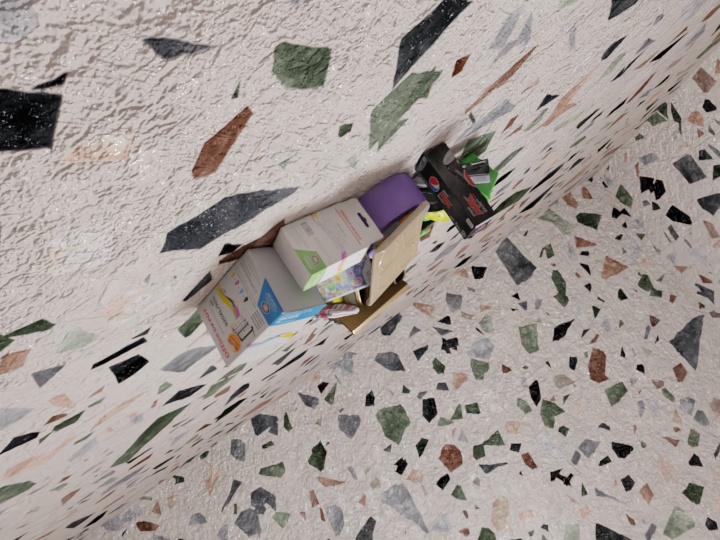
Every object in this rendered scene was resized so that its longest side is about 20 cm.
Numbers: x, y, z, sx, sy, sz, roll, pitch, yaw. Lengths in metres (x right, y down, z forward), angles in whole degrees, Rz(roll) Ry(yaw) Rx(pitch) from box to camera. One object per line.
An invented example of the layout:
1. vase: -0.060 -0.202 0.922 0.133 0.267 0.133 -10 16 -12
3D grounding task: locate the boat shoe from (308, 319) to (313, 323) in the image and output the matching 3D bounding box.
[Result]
1. boat shoe: -0.214 0.153 1.606 0.197 0.073 0.076 -29 166 -31

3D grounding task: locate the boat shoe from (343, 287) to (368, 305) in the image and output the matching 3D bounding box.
1. boat shoe: 0.000 0.000 1.464 0.074 0.065 0.205 -41 143 -46

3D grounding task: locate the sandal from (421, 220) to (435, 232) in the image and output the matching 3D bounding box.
1. sandal: 0.147 -0.127 1.546 0.057 0.080 0.199 -46 165 28

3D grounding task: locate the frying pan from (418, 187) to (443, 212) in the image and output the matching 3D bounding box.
1. frying pan: 0.170 -0.184 1.378 0.111 0.032 0.190 13 162 -11

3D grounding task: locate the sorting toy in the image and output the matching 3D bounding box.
1. sorting toy: 0.074 -0.039 1.239 0.185 0.036 0.203 -45 159 -32

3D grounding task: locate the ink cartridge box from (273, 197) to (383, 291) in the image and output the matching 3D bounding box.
1. ink cartridge box: -0.061 -0.057 1.145 0.197 0.118 0.068 -27 163 -34

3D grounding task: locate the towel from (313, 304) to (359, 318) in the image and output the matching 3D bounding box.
1. towel: -0.118 0.095 1.380 0.194 0.031 0.145 -1 -179 26

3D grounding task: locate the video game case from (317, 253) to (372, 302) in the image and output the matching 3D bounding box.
1. video game case: -0.072 0.004 1.259 0.195 0.018 0.146 -21 126 5

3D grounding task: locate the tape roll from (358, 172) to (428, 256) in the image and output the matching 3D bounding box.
1. tape roll: 0.058 -0.124 1.309 0.197 0.086 0.200 -34 168 -8

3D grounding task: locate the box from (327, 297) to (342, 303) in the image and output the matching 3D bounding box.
1. box: -0.130 0.057 1.420 0.114 0.050 0.199 1 -178 19

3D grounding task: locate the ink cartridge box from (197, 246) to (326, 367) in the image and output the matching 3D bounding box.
1. ink cartridge box: -0.203 0.072 1.156 0.199 0.149 0.143 -42 162 29

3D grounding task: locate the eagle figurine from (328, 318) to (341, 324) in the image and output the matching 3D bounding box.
1. eagle figurine: -0.036 0.071 1.680 0.199 0.153 0.151 -39 -171 -7

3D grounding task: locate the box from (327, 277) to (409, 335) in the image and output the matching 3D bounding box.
1. box: 0.014 0.070 1.542 0.198 0.163 0.022 -39 130 -13

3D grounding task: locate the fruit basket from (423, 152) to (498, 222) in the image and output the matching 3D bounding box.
1. fruit basket: 0.249 -0.185 1.508 0.217 0.154 0.216 -51 172 -10

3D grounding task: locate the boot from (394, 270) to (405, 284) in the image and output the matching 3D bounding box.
1. boot: 0.066 -0.031 1.521 0.069 0.148 0.200 -34 168 -4

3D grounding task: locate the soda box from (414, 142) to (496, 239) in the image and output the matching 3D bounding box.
1. soda box: 0.207 -0.175 1.252 0.070 0.203 0.064 -28 167 -24

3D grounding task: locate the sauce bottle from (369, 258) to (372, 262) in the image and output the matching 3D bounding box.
1. sauce bottle: -0.062 0.005 1.314 0.193 0.067 0.065 -5 166 0

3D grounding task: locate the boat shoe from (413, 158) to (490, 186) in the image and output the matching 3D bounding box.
1. boat shoe: 0.218 -0.236 1.353 0.192 0.071 0.074 -5 -172 -8

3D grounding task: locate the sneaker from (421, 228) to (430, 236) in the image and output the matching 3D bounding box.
1. sneaker: 0.132 -0.100 1.620 0.084 0.078 0.198 -46 163 33
